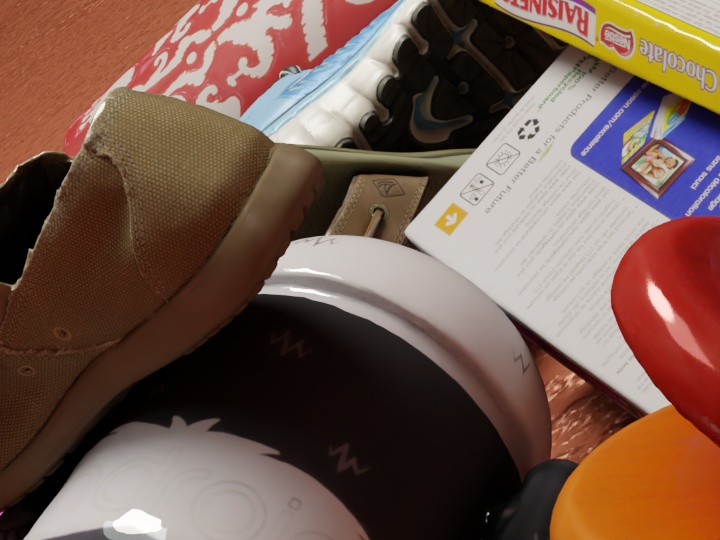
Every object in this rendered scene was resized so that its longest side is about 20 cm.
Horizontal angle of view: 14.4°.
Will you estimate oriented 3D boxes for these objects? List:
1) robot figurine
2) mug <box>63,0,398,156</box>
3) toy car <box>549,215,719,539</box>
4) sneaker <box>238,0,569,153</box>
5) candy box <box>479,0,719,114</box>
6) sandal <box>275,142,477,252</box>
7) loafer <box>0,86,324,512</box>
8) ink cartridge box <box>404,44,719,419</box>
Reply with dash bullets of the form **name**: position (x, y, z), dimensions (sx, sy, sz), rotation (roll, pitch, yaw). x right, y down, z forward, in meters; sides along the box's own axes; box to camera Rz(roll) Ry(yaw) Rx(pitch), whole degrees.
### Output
- **robot figurine**: position (-0.023, 0.081, 0.827), dimensions (0.200, 0.150, 0.125), rotation (-56, 0, -39)
- **mug**: position (-0.025, -0.077, 1.176), dimensions (0.200, 0.133, 0.178), rotation (-38, -3, 20)
- **toy car**: position (0.130, 0.027, 0.592), dimensions (0.200, 0.150, 0.175), rotation (-35, 18, 17)
- **sneaker**: position (0.003, -0.063, 1.011), dimensions (0.200, 0.078, 0.090), rotation (-39, 30, -11)
- **candy box**: position (0.118, -0.082, 0.883), dimensions (0.102, 0.026, 0.200), rotation (-18, 32, -32)
- **sandal**: position (0.001, -0.001, 0.938), dimensions (0.201, 0.080, 0.057), rotation (-10, 30, -31)
- **loafer**: position (-0.086, 0.006, 0.814), dimensions (0.200, 0.067, 0.076), rotation (-39, 13, 42)
- **ink cartridge box**: position (0.100, -0.002, 0.840), dimensions (0.095, 0.037, 0.200), rotation (-48, 36, -3)
